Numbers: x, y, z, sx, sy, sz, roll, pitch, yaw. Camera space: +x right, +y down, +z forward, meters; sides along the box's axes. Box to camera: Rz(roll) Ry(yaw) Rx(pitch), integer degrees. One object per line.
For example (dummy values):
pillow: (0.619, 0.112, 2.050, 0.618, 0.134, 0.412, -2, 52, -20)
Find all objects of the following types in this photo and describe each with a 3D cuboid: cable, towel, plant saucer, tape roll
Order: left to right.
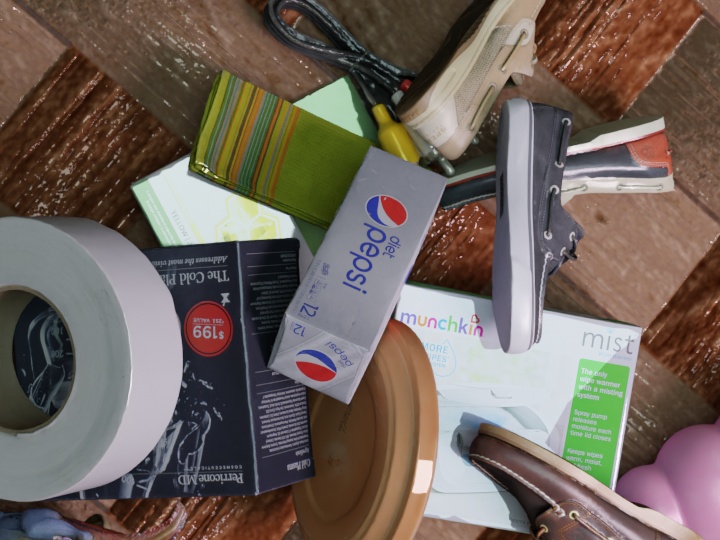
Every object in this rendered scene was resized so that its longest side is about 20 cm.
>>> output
tape roll: (-0.228, 0.062, 1.382, 0.201, 0.071, 0.204, 1, 92, 25)
towel: (-0.035, -0.081, 1.518, 0.199, 0.018, 0.086, 23, 70, -22)
plant saucer: (-0.004, 0.133, 1.461, 0.032, 0.200, 0.201, 11, 88, -28)
cable: (0.015, -0.158, 1.540, 0.097, 0.050, 0.200, -41, 94, -24)

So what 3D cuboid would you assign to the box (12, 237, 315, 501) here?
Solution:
box: (-0.147, 0.074, 1.443, 0.199, 0.104, 0.183, -5, 91, 24)

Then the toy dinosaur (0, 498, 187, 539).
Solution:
toy dinosaur: (-0.252, 0.213, 1.447, 0.199, 0.181, 0.106, -12, 109, -26)

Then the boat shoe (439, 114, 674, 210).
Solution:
boat shoe: (0.155, -0.073, 1.556, 0.199, 0.071, 0.063, -14, 104, -6)

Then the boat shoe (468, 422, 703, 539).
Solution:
boat shoe: (0.163, 0.187, 1.457, 0.199, 0.070, 0.071, 31, 82, -8)

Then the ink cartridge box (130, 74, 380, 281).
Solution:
ink cartridge box: (-0.062, -0.049, 1.532, 0.199, 0.048, 0.146, -28, 93, -6)

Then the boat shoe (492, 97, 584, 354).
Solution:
boat shoe: (0.137, -0.034, 1.472, 0.066, 0.070, 0.201, 4, 69, -6)

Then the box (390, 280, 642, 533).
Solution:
box: (0.104, 0.110, 1.532, 0.199, 0.097, 0.178, 11, 90, -8)

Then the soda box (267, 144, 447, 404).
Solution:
soda box: (0.000, 0.000, 1.427, 0.068, 0.064, 0.200, 23, 45, 2)

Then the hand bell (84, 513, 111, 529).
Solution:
hand bell: (-0.134, 0.272, 1.507, 0.199, 0.104, 0.105, 24, 86, -19)

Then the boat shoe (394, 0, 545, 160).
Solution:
boat shoe: (0.103, -0.171, 1.535, 0.065, 0.071, 0.200, 44, 65, -14)

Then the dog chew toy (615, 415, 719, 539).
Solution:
dog chew toy: (0.292, 0.172, 1.554, 0.199, 0.125, 0.125, -22, 93, 0)
